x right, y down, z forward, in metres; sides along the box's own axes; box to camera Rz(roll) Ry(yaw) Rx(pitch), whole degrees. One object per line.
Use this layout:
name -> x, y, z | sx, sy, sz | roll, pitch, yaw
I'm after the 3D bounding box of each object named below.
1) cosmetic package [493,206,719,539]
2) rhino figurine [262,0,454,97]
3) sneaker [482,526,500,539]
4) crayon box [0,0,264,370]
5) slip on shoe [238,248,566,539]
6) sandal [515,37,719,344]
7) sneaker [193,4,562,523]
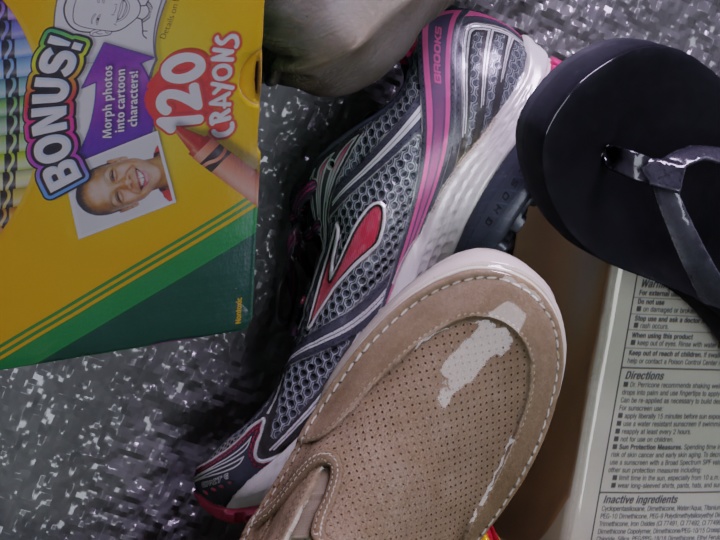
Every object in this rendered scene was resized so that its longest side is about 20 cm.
cosmetic package -> 0.110, 0.031, 1.035 | 0.105, 0.071, 0.200 | 4, 102, -30
rhino figurine -> 0.029, -0.133, 0.936 | 0.200, 0.087, 0.060 | -45, 120, -11
sneaker -> 0.014, 0.120, 0.980 | 0.200, 0.073, 0.077 | 6, 103, 1
crayon box -> -0.094, -0.067, 0.865 | 0.119, 0.058, 0.200 | -9, 127, -18
slip on shoe -> 0.001, 0.085, 0.907 | 0.076, 0.061, 0.200 | 38, 96, -15
sandal -> 0.131, -0.013, 0.962 | 0.200, 0.043, 0.076 | 38, 82, -35
sneaker -> 0.000, 0.000, 0.973 | 0.075, 0.081, 0.200 | 33, 86, -3
